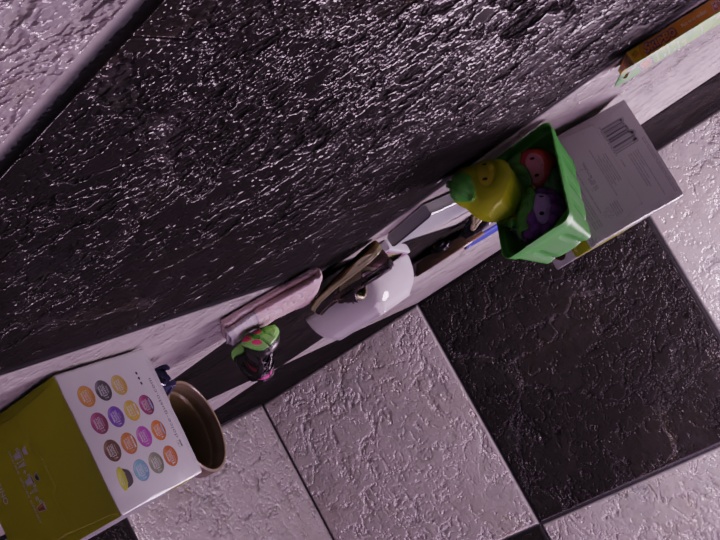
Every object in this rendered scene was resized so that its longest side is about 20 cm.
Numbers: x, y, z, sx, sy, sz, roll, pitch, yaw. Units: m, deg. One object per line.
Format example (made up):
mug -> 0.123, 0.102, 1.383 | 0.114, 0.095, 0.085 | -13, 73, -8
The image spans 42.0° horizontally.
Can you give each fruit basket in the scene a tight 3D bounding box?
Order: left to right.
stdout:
fruit basket -> 0.244, -0.126, 1.464 | 0.155, 0.218, 0.214 | -35, 172, 35

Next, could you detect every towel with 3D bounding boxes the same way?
towel -> -0.152, 0.066, 1.621 | 0.189, 0.033, 0.200 | -30, 174, -11

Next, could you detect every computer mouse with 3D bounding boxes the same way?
computer mouse -> 0.226, -0.088, 2.161 | 0.199, 0.034, 0.059 | -30, -166, 39

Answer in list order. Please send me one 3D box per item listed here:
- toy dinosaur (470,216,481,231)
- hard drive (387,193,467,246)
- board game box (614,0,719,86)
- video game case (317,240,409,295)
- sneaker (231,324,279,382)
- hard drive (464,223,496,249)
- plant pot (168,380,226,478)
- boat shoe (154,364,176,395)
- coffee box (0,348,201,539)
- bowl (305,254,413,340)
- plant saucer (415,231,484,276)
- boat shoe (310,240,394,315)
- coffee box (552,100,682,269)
toy dinosaur -> 0.302, -0.149, 1.964 | 0.199, 0.048, 0.088 | -33, -173, 17
hard drive -> 0.153, -0.110, 1.684 | 0.198, 0.027, 0.132 | -26, 172, -38
board game box -> 0.454, -0.336, 1.356 | 0.198, 0.030, 0.096 | -34, 172, 4
video game case -> 0.000, 0.000, 1.830 | 0.181, 0.024, 0.200 | -33, 172, 12
sneaker -> -0.175, 0.152, 1.673 | 0.076, 0.085, 0.200 | -27, 175, -20
hard drive -> 0.358, -0.122, 2.461 | 0.198, 0.026, 0.132 | -31, 173, -2
plant pot -> -0.400, 0.356, 1.930 | 0.172, 0.202, 0.200 | -30, 173, 14
boat shoe -> -0.383, 0.223, 1.552 | 0.199, 0.076, 0.092 | -36, 163, 35
coffee box -> -0.381, 0.258, 1.300 | 0.198, 0.202, 0.197 | -31, 173, 23
bowl -> 0.010, 0.060, 1.831 | 0.199, 0.075, 0.199 | -33, 179, 32
plant saucer -> 0.214, -0.048, 2.301 | 0.198, 0.030, 0.200 | -32, 178, -1
boat shoe -> -0.017, 0.029, 1.678 | 0.200, 0.065, 0.073 | -44, -177, 39
coffee box -> 0.420, -0.152, 1.724 | 0.198, 0.202, 0.198 | -29, 173, -14
